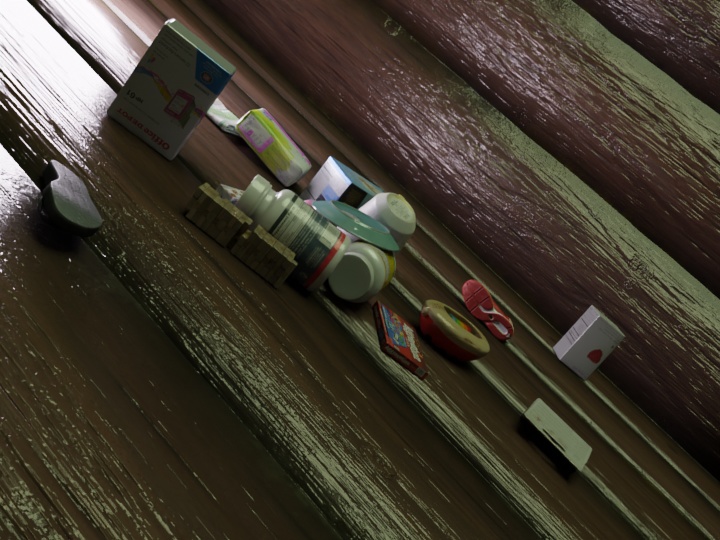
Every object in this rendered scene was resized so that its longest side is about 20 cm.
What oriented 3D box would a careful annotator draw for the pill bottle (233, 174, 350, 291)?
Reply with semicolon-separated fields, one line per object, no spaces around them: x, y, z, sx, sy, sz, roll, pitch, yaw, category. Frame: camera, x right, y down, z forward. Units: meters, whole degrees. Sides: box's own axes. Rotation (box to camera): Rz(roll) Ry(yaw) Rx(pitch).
-0.127;-0.068;1.426;0.199;0.120;0.120;38;13;-9;pill bottle

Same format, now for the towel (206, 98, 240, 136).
-0.366;-0.410;2.056;0.200;0.031;0.149;44;13;15;towel

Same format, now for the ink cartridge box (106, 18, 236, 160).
-0.341;-0.324;1.482;0.144;0.201;0.085;36;17;-15;ink cartridge box

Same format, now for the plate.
-0.005;-0.097;1.629;0.198;0.026;0.200;28;12;-6;plate

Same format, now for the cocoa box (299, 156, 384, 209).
-0.021;-0.155;1.971;0.199;0.132;0.134;28;18;-43;cocoa box

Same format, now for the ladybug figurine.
0.195;0.135;1.771;0.199;0.072;0.136;34;15;-29;ladybug figurine

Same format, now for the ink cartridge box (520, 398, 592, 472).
0.404;0.354;1.721;0.161;0.050;0.199;44;18;15;ink cartridge box

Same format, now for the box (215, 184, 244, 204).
-0.208;-0.120;1.537;0.039;0.042;0.199;45;15;21;box

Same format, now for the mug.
0.040;-0.105;1.823;0.148;0.153;0.188;20;41;-33;mug

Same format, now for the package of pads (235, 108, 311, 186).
-0.210;-0.303;2.007;0.200;0.068;0.155;49;13;-6;package of pads

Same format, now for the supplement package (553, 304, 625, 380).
0.761;0.241;2.736;0.121;0.201;0.120;37;13;-7;supplement package

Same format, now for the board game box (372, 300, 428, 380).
0.074;0.130;1.569;0.103;0.019;0.200;38;13;-16;board game box

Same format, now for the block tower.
-0.194;-0.057;1.342;0.199;0.054;0.058;40;14;-7;block tower

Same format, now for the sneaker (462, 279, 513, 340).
0.365;0.119;2.343;0.201;0.078;0.115;57;9;16;sneaker

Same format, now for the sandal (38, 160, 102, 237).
-0.359;-0.079;0.999;0.076;0.043;0.200;42;2;-28;sandal

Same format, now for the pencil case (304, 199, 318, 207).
-0.101;-0.078;1.610;0.083;0.086;0.200;55;10;-15;pencil case

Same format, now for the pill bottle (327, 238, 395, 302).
0.000;0.000;1.572;0.113;0.113;0.200;41;12;4;pill bottle
